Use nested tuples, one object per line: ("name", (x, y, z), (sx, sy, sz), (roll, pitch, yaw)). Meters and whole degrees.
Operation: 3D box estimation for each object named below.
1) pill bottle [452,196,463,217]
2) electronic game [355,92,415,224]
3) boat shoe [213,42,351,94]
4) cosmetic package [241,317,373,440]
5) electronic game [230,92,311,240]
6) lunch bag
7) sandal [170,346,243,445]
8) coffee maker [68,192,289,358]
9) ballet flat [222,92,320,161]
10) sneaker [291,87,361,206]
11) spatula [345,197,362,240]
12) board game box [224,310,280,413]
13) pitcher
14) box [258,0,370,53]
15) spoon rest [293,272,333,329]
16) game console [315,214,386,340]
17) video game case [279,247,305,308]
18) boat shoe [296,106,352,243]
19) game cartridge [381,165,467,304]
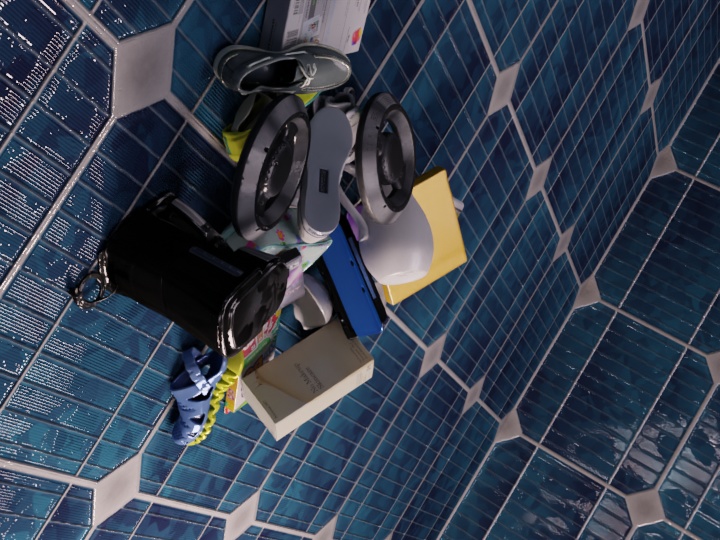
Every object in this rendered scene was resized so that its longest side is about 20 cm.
("pill bottle", (0.102, -0.061, 2.117), (0.200, 0.111, 0.111), (-62, 157, 6))
("electronic game", (0.038, -0.171, 1.736), (0.200, 0.042, 0.201), (2, 90, -66))
("boat shoe", (-0.091, -0.253, 1.475), (0.200, 0.062, 0.073), (-4, 126, -34))
("cosmetic package", (-0.086, 0.177, 1.876), (0.200, 0.104, 0.073), (-33, 157, -21))
("electronic game", (-0.118, -0.135, 1.491), (0.200, 0.042, 0.200), (20, 90, -75))
("lunch bag", (-0.149, -0.019, 1.648), (0.160, 0.077, 0.200), (-40, 164, 27))
("sandal", (-0.253, 0.183, 1.736), (0.087, 0.080, 0.200), (12, 118, -28))
("coffee maker", (-0.220, 0.023, 1.438), (0.192, 0.200, 0.135), (-55, 155, -15))
("ballet flat", (-0.117, -0.231, 1.547), (0.200, 0.067, 0.067), (-50, 131, -20))
("sneaker", (-0.062, -0.188, 1.691), (0.200, 0.075, 0.115), (-49, 153, -37))
("spatula", (0.004, -0.138, 1.944), (0.056, 0.021, 0.200), (-30, 141, -48))
("board game box", (-0.180, 0.149, 1.888), (0.095, 0.030, 0.200), (-34, 148, -46))
("pitcher", (0.031, -0.082, 1.852), (0.171, 0.200, 0.121), (-1, 163, -36))
("box", (-0.055, -0.358, 1.548), (0.200, 0.041, 0.156), (-30, 143, -48))
("spoon rest", (-0.082, 0.061, 1.921), (0.061, 0.099, 0.200), (-37, 165, -8))
("game console", (0.000, 0.000, 1.842), (0.171, 0.118, 0.200), (-26, 94, -55))
("video game case", (-0.147, 0.037, 1.645), (0.143, 0.019, 0.200), (-30, 165, -10))
("boat shoe", (-0.059, -0.131, 1.619), (0.086, 0.074, 0.202), (139, -42, -61))
("game cartridge", (0.097, -0.062, 2.024), (0.176, 0.032, 0.200), (-30, 123, -21))
